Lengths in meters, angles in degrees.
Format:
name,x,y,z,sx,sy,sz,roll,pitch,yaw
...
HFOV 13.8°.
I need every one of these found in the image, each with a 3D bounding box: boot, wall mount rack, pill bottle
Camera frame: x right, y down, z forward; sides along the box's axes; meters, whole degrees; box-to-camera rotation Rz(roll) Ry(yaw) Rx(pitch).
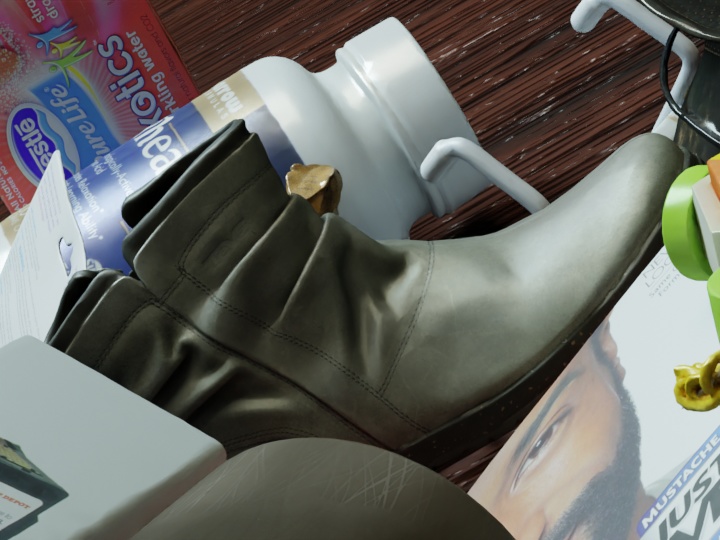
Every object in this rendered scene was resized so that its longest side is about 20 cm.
name,x,y,z,sx,sy,sz,roll,pitch,yaw
boot,0.000,0.000,0.918,0.200,0.131,0.068,-43,8,7
wall mount rack,0.057,-0.011,1.136,0.200,0.074,0.174,-45,-15,-41
pill bottle,-0.049,-0.018,1.234,0.199,0.111,0.111,-32,18,-3

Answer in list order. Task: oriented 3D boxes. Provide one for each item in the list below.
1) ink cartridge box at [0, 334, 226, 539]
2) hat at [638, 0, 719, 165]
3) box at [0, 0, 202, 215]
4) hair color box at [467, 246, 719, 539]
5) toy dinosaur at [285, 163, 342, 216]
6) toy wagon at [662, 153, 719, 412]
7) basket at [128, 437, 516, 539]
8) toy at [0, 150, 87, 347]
name,x,y,z,sx,sy,sz,roll,pitch,yaw
ink cartridge box,-0.137,0.127,0.854,0.083,0.147,0.200,27,32,23
hat,0.161,-0.042,1.014,0.201,0.199,0.081,-122,49,-72
box,-0.118,-0.062,1.317,0.102,0.201,0.095,-31,18,-2
hair color box,0.100,0.071,0.802,0.111,0.064,0.200,-52,16,6
toy dinosaur,0.001,0.059,1.012,0.060,0.201,0.106,-19,-28,-9
toy wagon,0.152,-0.019,0.777,0.155,0.040,0.199,2,23,46
basket,-0.036,0.141,0.693,0.135,0.181,0.200,-21,18,35
toy,-0.124,0.072,1.076,0.201,0.047,0.115,-61,26,25
